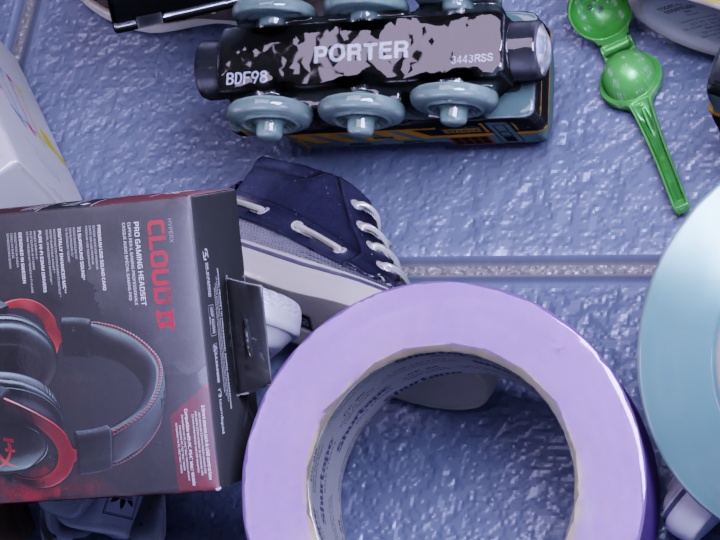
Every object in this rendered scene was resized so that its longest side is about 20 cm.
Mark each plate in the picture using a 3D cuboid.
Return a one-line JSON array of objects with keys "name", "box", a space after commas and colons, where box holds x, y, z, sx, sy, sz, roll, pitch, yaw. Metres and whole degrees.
[{"name": "plate", "box": [0.229, 0.037, 1.370, 0.200, 0.200, 0.026, -44, 16, -4]}]

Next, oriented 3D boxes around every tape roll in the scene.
[{"name": "tape roll", "box": [0.046, 0.110, 1.422, 0.199, 0.085, 0.201, -2, 81, 10]}]

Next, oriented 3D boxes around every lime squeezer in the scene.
[{"name": "lime squeezer", "box": [0.142, -0.124, 1.563, 0.038, 0.071, 0.201, -21, 86, -8]}]

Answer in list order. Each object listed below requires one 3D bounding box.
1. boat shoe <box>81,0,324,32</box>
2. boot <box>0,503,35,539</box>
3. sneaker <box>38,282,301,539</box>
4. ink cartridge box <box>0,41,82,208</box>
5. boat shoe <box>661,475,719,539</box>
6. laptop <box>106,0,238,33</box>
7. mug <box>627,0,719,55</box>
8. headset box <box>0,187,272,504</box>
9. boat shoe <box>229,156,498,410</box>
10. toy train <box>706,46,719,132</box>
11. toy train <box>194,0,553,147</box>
[{"name": "boat shoe", "box": [-0.093, -0.177, 1.693, 0.199, 0.060, 0.072, 13, 69, 29]}, {"name": "boot", "box": [-0.286, 0.085, 1.559, 0.186, 0.201, 0.064, -11, 18, 14]}, {"name": "sneaker", "box": [-0.107, 0.080, 1.530, 0.200, 0.075, 0.115, -21, 59, 40]}, {"name": "ink cartridge box", "box": [-0.255, -0.070, 1.665, 0.128, 0.125, 0.200, -32, 56, 4]}, {"name": "boat shoe", "box": [0.200, 0.039, 1.420, 0.070, 0.071, 0.200, 36, 94, 14]}, {"name": "laptop", "box": [-0.058, -0.211, 1.576, 0.186, 0.116, 0.200, -12, 34, -4]}, {"name": "mug", "box": [0.201, -0.204, 1.517, 0.149, 0.187, 0.154, 16, 79, 22]}, {"name": "headset box", "box": [-0.139, 0.039, 1.453, 0.199, 0.075, 0.149, -4, 93, 17]}, {"name": "boat shoe", "box": [0.000, 0.000, 1.553, 0.199, 0.075, 0.093, 23, 57, 20]}, {"name": "toy train", "box": [0.266, -0.070, 1.446, 0.199, 0.114, 0.085, 21, 73, 31]}, {"name": "toy train", "box": [0.013, -0.105, 1.562, 0.199, 0.114, 0.086, -3, 75, 19]}]
